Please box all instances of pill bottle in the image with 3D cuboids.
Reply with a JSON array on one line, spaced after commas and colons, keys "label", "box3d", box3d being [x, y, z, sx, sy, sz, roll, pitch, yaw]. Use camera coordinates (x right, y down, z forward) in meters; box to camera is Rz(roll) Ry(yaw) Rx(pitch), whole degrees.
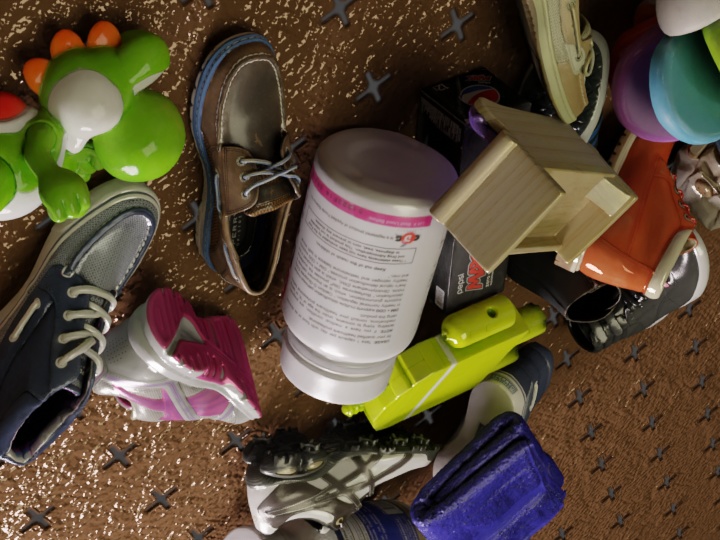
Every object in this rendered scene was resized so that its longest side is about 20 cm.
[{"label": "pill bottle", "box3d": [0.000, 0.000, 0.987, 0.113, 0.113, 0.201, -10, 130, -34]}, {"label": "pill bottle", "box3d": [-0.035, 0.286, 1.207, 0.199, 0.120, 0.120, 5, 121, -43]}]

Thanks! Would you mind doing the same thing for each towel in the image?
[{"label": "towel", "box3d": [0.135, 0.230, 1.236, 0.148, 0.050, 0.200, -45, 146, -5]}]

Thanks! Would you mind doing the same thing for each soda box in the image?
[{"label": "soda box", "box3d": [0.088, -0.063, 1.046, 0.070, 0.063, 0.201, -21, 136, -25]}]

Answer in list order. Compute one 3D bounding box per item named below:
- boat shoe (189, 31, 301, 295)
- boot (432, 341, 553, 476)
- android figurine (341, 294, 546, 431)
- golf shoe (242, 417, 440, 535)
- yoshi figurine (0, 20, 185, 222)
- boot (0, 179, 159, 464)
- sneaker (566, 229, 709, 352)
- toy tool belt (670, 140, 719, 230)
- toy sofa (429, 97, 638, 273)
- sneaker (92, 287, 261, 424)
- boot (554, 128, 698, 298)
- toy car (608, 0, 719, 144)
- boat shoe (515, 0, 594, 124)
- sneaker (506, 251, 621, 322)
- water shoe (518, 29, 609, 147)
[{"label": "boat shoe", "box3d": [-0.074, -0.071, 0.893, 0.072, 0.072, 0.201, -20, 135, -26]}, {"label": "boot", "box3d": [0.143, 0.165, 1.294, 0.090, 0.073, 0.201, -34, 155, -42]}, {"label": "android figurine", "box3d": [0.074, 0.087, 1.137, 0.199, 0.041, 0.182, -20, 159, -28]}, {"label": "golf shoe", "box3d": [-0.018, 0.192, 1.157, 0.199, 0.078, 0.095, -2, 103, -28]}, {"label": "yoshi figurine", "box3d": [-0.189, -0.064, 0.785, 0.200, 0.112, 0.112, -40, 157, -9]}, {"label": "boot", "box3d": [-0.194, 0.036, 0.860, 0.200, 0.090, 0.073, -51, 140, 9]}, {"label": "sneaker", "box3d": [0.269, 0.026, 1.236, 0.099, 0.071, 0.200, -24, 162, -22]}, {"label": "toy tool belt", "box3d": [0.387, -0.136, 1.192, 0.200, 0.125, 0.123, -35, 149, -12]}, {"label": "toy sofa", "box3d": [0.127, -0.063, 0.952, 0.083, 0.098, 0.200, -47, 162, 22]}, {"label": "sneaker", "box3d": [-0.144, 0.077, 0.968, 0.088, 0.082, 0.200, -24, 151, 13]}, {"label": "boot", "box3d": [0.262, -0.063, 1.124, 0.201, 0.107, 0.075, -59, 165, -26]}, {"label": "toy car", "box3d": [0.272, -0.171, 1.015, 0.150, 0.200, 0.175, -32, 113, 18]}, {"label": "boat shoe", "box3d": [0.152, -0.202, 0.948, 0.063, 0.073, 0.201, -18, 124, 5]}, {"label": "sneaker", "box3d": [0.238, -0.018, 1.179, 0.199, 0.106, 0.075, -27, 138, -19]}, {"label": "water shoe", "box3d": [0.172, -0.120, 1.080, 0.079, 0.071, 0.201, -41, 149, -54]}]
